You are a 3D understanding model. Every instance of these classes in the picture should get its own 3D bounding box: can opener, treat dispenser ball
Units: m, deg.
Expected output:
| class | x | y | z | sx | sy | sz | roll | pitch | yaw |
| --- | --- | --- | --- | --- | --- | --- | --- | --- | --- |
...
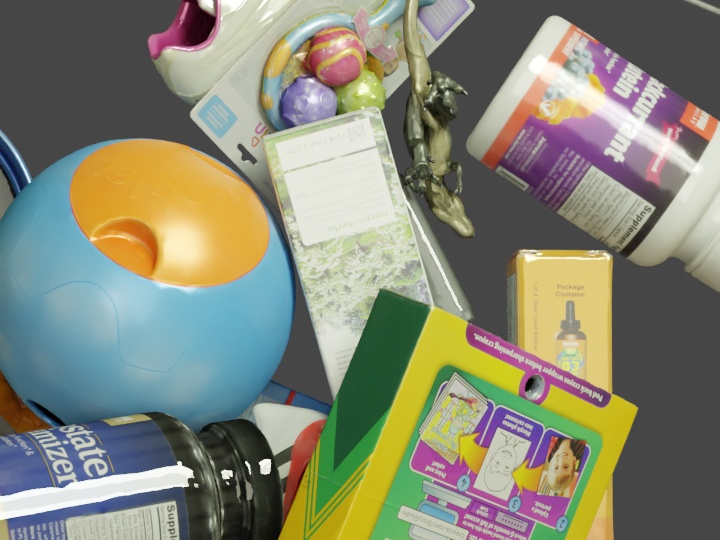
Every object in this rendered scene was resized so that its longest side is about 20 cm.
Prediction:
| class | x | y | z | sx | sy | sz | roll | pitch | yaw |
| --- | --- | --- | --- | --- | --- | --- | --- | --- | --- |
| can opener | 0.043 | 0.034 | 1.347 | 0.067 | 0.053 | 0.200 | -27 | 85 | 3 |
| treat dispenser ball | -0.141 | 0.016 | 1.269 | 0.200 | 0.201 | 0.201 | 0 | 86 | -2 |

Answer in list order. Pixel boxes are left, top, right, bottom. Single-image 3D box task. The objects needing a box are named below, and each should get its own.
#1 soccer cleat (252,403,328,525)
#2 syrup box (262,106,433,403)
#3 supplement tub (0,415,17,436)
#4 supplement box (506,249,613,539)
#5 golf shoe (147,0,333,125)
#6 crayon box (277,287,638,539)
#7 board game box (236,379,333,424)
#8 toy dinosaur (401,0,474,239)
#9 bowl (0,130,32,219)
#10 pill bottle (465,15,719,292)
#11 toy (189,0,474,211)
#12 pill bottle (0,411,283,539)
| class | x | y | z | sx | sy | sz | roll | pitch | yaw |
| --- | --- | --- | --- | --- | --- | --- | --- | --- | --- |
| soccer cleat | -0.076 | 0.178 | 1.264 | 0.085 | 0.069 | 0.200 | 22 | 83 | 38 |
| syrup box | 0.000 | 0.000 | 1.279 | 0.079 | 0.081 | 0.200 | -16 | 95 | -1 |
| supplement tub | -0.289 | 0.194 | 1.279 | 0.200 | 0.145 | 0.145 | -36 | 88 | -4 |
| supplement box | 0.134 | 0.087 | 1.341 | 0.066 | 0.069 | 0.201 | 1 | 87 | -3 |
| golf shoe | -0.068 | -0.196 | 1.337 | 0.091 | 0.075 | 0.200 | 34 | 83 | -37 |
| crayon box | 0.062 | 0.128 | 1.220 | 0.200 | 0.058 | 0.173 | 27 | 85 | -39 |
| board game box | -0.021 | 0.170 | 1.315 | 0.200 | 0.037 | 0.152 | 21 | 71 | 8 |
| toy dinosaur | 0.047 | -0.102 | 1.311 | 0.047 | 0.088 | 0.200 | -6 | 113 | 2 |
| bowl | -0.316 | -0.025 | 1.347 | 0.200 | 0.039 | 0.201 | 0 | 86 | -2 |
| pill bottle | 0.181 | -0.073 | 1.330 | 0.200 | 0.111 | 0.112 | 33 | 85 | 0 |
| toy | -0.007 | -0.138 | 1.330 | 0.200 | 0.047 | 0.115 | -49 | 132 | -7 |
| pill bottle | -0.152 | 0.144 | 1.158 | 0.200 | 0.112 | 0.112 | -8 | 86 | -28 |
